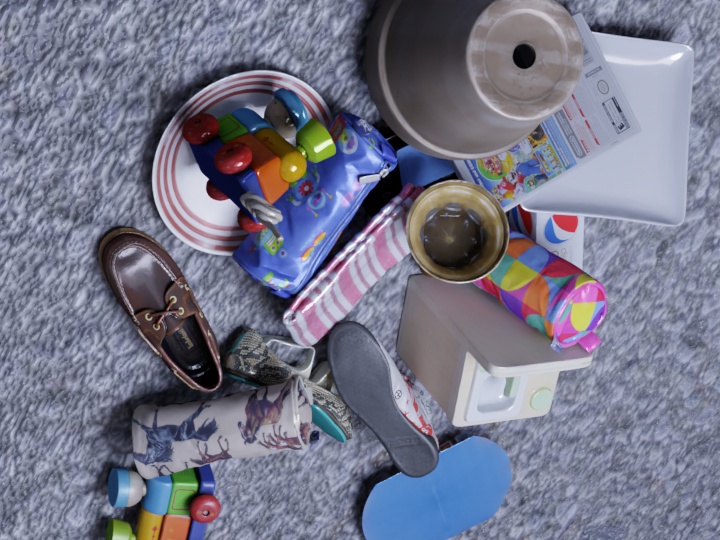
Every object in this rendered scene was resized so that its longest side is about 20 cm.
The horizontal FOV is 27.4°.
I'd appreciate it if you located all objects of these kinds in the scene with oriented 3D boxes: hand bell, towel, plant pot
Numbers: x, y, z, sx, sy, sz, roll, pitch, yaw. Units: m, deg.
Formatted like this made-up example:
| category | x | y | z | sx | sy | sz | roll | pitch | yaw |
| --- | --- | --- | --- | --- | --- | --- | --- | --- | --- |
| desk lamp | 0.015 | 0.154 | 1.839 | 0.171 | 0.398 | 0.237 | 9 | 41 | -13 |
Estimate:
| category | x | y | z | sx | sy | sz | roll | pitch | yaw |
| --- | --- | --- | --- | --- | --- | --- | --- | --- | --- |
| hand bell | 0.084 | -0.020 | 1.549 | 0.103 | 0.200 | 0.105 | 1 | 79 | -7 |
| towel | 0.000 | 0.000 | 1.536 | 0.200 | 0.030 | 0.146 | -46 | 167 | -5 |
| plant pot | 0.122 | -0.203 | 1.407 | 0.199 | 0.173 | 0.202 | -2 | 96 | -17 |

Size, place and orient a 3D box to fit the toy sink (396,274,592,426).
| category | x | y | z | sx | sy | sz | roll | pitch | yaw |
| --- | --- | --- | --- | --- | --- | --- | --- | --- | --- |
| toy sink | 0.144 | 0.096 | 1.626 | 0.130 | 0.200 | 0.113 | -5 | 121 | -27 |

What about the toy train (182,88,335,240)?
| category | x | y | z | sx | sy | sz | roll | pitch | yaw |
| --- | --- | --- | --- | --- | --- | --- | --- | --- | --- |
| toy train | -0.071 | -0.095 | 1.355 | 0.115 | 0.200 | 0.085 | -32 | 130 | -15 |

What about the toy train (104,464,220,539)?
| category | x | y | z | sx | sy | sz | roll | pitch | yaw |
| --- | --- | --- | --- | --- | --- | --- | --- | --- | --- |
| toy train | -0.230 | 0.300 | 1.629 | 0.115 | 0.085 | 0.201 | 6 | 116 | -20 |

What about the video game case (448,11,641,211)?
| category | x | y | z | sx | sy | sz | roll | pitch | yaw |
| --- | --- | --- | --- | --- | --- | --- | --- | --- | --- |
| video game case | 0.177 | -0.159 | 1.531 | 0.199 | 0.018 | 0.144 | -30 | 95 | -13 |

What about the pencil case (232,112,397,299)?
| category | x | y | z | sx | sy | sz | roll | pitch | yaw |
| --- | --- | --- | --- | --- | --- | --- | --- | --- | --- |
| pencil case | -0.041 | -0.063 | 1.472 | 0.200 | 0.087 | 0.078 | -52 | 139 | 10 |

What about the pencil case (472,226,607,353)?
| category | x | y | z | sx | sy | sz | roll | pitch | yaw |
| --- | --- | --- | --- | --- | --- | --- | --- | --- | --- |
| pencil case | 0.175 | 0.010 | 1.590 | 0.088 | 0.200 | 0.089 | -23 | 132 | -29 |

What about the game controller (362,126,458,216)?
| category | x | y | z | sx | sy | sz | roll | pitch | yaw |
| --- | --- | --- | --- | --- | --- | --- | --- | --- | --- |
| game controller | 0.085 | -0.128 | 1.558 | 0.199 | 0.042 | 0.105 | -25 | 127 | -13 |

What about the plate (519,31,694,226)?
| category | x | y | z | sx | sy | sz | roll | pitch | yaw |
| --- | --- | --- | --- | --- | --- | --- | --- | --- | --- |
| plate | 0.260 | -0.153 | 1.584 | 0.198 | 0.032 | 0.202 | 5 | 86 | -19 |

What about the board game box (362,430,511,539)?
| category | x | y | z | sx | sy | sz | roll | pitch | yaw |
| --- | --- | --- | --- | --- | --- | --- | --- | --- | --- |
| board game box | 0.088 | 0.268 | 1.809 | 0.199 | 0.039 | 0.159 | -26 | 133 | -7 |

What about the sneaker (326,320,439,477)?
| category | x | y | z | sx | sy | sz | roll | pitch | yaw |
| --- | --- | --- | --- | --- | --- | --- | --- | --- | --- |
| sneaker | 0.021 | 0.130 | 1.655 | 0.067 | 0.108 | 0.202 | -30 | 107 | 8 |

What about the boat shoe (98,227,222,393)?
| category | x | y | z | sx | sy | sz | roll | pitch | yaw |
| --- | --- | --- | --- | --- | --- | --- | --- | --- | --- |
| boat shoe | -0.194 | 0.043 | 1.493 | 0.070 | 0.070 | 0.200 | -35 | 128 | -4 |

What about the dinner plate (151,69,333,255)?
| category | x | y | z | sx | sy | sz | roll | pitch | yaw |
| --- | --- | --- | --- | --- | --- | --- | --- | --- | --- |
| dinner plate | -0.116 | -0.108 | 1.472 | 0.199 | 0.024 | 0.201 | -14 | 125 | -20 |

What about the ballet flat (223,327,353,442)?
| category | x | y | z | sx | sy | sz | roll | pitch | yaw |
| --- | --- | --- | --- | --- | --- | --- | --- | --- | --- |
| ballet flat | -0.064 | 0.120 | 1.621 | 0.200 | 0.068 | 0.076 | 35 | 77 | -37 |

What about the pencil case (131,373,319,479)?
| category | x | y | z | sx | sy | sz | roll | pitch | yaw |
| --- | --- | --- | --- | --- | --- | --- | --- | --- | --- |
| pencil case | -0.145 | 0.163 | 1.541 | 0.199 | 0.089 | 0.078 | -12 | 88 | 11 |

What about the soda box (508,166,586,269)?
| category | x | y | z | sx | sy | sz | roll | pitch | yaw |
| --- | --- | --- | --- | --- | --- | --- | --- | --- | --- |
| soda box | 0.208 | -0.039 | 1.663 | 0.063 | 0.068 | 0.201 | -16 | 125 | -18 |
